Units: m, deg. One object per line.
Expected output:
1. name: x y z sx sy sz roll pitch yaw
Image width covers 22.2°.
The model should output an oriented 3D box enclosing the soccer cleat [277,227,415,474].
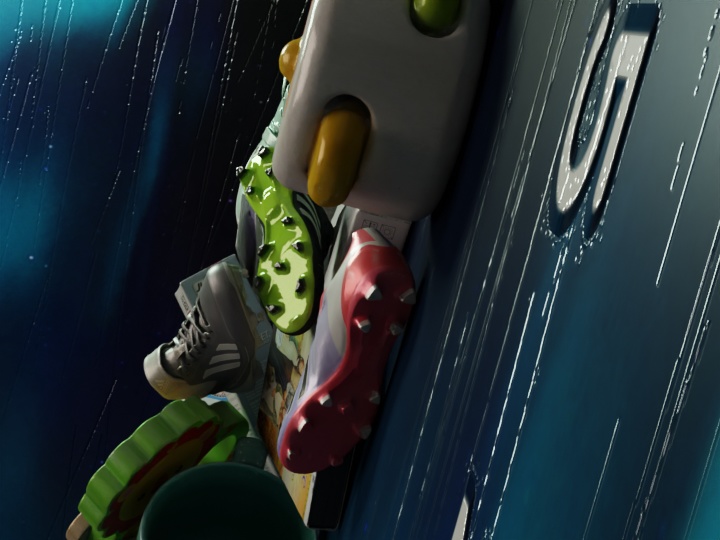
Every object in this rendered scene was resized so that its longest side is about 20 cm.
1. soccer cleat: -0.014 0.063 1.371 0.077 0.066 0.201 -113 39 -50

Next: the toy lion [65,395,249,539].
1. toy lion: -0.169 0.174 1.604 0.199 0.069 0.192 -32 -22 -43

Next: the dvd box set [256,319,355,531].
1. dvd box set: -0.042 0.104 1.512 0.200 0.029 0.148 -127 46 -65

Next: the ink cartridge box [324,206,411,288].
1. ink cartridge box: 0.000 0.000 1.582 0.109 0.050 0.201 -83 8 -53

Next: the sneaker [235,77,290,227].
1. sneaker: -0.075 -0.129 1.789 0.202 0.073 0.118 -62 -15 -2

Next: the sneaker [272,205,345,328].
1. sneaker: -0.041 0.003 1.816 0.067 0.090 0.201 -82 8 -52

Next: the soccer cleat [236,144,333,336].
1. soccer cleat: -0.051 -0.022 1.528 0.067 0.081 0.201 -37 43 24

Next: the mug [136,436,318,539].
1. mug: -0.108 0.249 1.566 0.185 0.152 0.115 -35 -26 -37

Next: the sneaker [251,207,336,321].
1. sneaker: -0.061 -0.063 1.715 0.115 0.072 0.202 -78 6 -53

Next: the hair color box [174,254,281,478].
1. hair color box: -0.100 0.092 1.702 0.201 0.060 0.099 62 169 2

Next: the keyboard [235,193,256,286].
1. keyboard: -0.103 -0.002 1.757 0.200 0.011 0.057 82 -163 -64

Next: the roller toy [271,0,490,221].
1. roller toy: 0.007 -0.136 1.343 0.182 0.138 0.202 148 136 -84

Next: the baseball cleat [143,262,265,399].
1. baseball cleat: -0.133 0.064 1.551 0.201 0.106 0.070 87 163 -60

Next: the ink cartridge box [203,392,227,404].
1. ink cartridge box: -0.123 0.199 1.835 0.200 0.145 0.086 -83 7 -61
